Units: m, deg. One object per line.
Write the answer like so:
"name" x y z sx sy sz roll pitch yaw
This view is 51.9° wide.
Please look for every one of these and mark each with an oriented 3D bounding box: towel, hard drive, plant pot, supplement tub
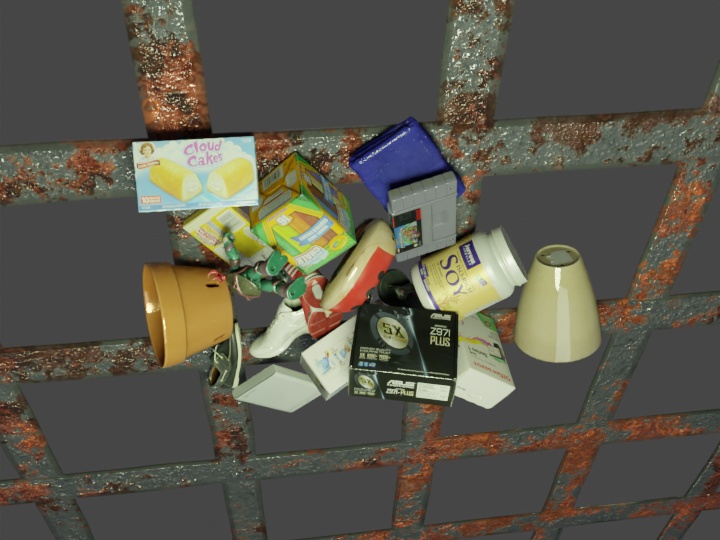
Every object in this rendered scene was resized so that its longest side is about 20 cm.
"towel" 0.085 -0.176 1.344 0.147 0.050 0.200 -31 133 15
"hard drive" -0.180 0.276 1.713 0.131 0.027 0.199 -34 145 22
"plant pot" -0.330 0.076 1.425 0.139 0.201 0.201 -9 138 -25
"plant pot" 0.414 0.055 1.552 0.185 0.188 0.202 -9 121 -1
"supplement tub" 0.217 0.010 1.477 0.199 0.146 0.145 -28 132 17

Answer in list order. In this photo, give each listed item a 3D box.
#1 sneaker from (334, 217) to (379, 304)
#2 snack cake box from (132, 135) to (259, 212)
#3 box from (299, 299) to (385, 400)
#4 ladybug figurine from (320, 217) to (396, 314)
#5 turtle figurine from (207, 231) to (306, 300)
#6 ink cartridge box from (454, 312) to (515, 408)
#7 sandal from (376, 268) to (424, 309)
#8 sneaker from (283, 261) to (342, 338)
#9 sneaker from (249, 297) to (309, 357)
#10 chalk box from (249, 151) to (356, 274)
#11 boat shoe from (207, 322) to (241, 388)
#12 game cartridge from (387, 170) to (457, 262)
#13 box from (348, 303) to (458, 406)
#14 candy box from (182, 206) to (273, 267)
"sneaker" 0.007 -0.001 1.451 0.077 0.113 0.201 7 132 -17
"snack cake box" -0.272 -0.163 1.239 0.198 0.067 0.116 -4 99 -7
"box" -0.017 0.165 1.539 0.199 0.102 0.113 -34 170 -15
"ladybug figurine" 0.000 0.000 1.350 0.072 0.136 0.201 34 97 -8
"turtle figurine" -0.191 0.005 1.346 0.199 0.101 0.149 7 160 48
"ink cartridge box" 0.238 0.179 1.607 0.144 0.201 0.084 25 126 -31
"sandal" 0.102 0.060 1.553 0.048 0.076 0.200 15 161 41
"sneaker" -0.096 0.041 1.481 0.078 0.116 0.201 -21 143 -16
"sneaker" -0.163 0.109 1.569 0.199 0.075 0.100 -33 121 12
"chalk box" -0.091 -0.088 1.341 0.124 0.125 0.200 -33 131 22
"boat shoe" -0.294 0.190 1.612 0.067 0.072 0.201 2 136 -18
"game cartridge" 0.115 -0.093 1.370 0.129 0.039 0.201 -22 148 -7
"box" 0.083 0.158 1.404 0.198 0.165 0.087 6 135 4
"candy box" -0.232 -0.057 1.415 0.102 0.027 0.200 -29 132 21
